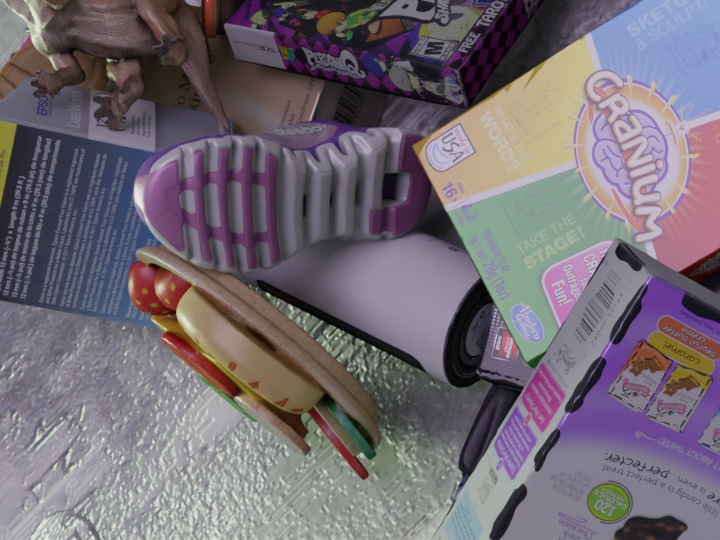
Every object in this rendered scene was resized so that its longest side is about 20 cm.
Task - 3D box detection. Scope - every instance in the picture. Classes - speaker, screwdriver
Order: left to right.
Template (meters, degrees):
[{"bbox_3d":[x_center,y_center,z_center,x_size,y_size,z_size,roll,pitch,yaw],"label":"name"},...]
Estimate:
[{"bbox_3d":[0.000,0.000,0.983,0.199,0.081,0.082,25,90,32],"label":"speaker"},{"bbox_3d":[0.056,0.164,0.941,0.028,0.029,0.201,21,91,33],"label":"screwdriver"}]

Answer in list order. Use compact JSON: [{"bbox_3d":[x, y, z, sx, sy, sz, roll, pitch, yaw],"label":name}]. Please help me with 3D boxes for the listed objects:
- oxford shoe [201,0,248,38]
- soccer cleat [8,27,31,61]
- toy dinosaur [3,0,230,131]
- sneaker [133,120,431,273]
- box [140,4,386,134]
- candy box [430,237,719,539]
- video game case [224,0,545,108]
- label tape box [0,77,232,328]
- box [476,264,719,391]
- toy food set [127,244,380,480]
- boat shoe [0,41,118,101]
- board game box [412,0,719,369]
[{"bbox_3d":[-0.060,-0.228,1.045,0.072,0.071,0.201,14,50,5],"label":"oxford shoe"},{"bbox_3d":[-0.223,-0.090,1.095,0.086,0.070,0.201,19,84,28],"label":"soccer cleat"},{"bbox_3d":[-0.161,-0.167,0.972,0.136,0.199,0.086,-83,17,-57],"label":"toy dinosaur"},{"bbox_3d":[-0.054,-0.053,0.918,0.088,0.199,0.081,27,118,47],"label":"sneaker"},{"bbox_3d":[-0.087,-0.127,1.070,0.199,0.078,0.096,15,85,32],"label":"box"},{"bbox_3d":[0.157,0.113,0.798,0.201,0.167,0.072,-59,15,11],"label":"candy box"},{"bbox_3d":[0.038,-0.195,0.985,0.180,0.036,0.200,16,56,32],"label":"video game case"},{"bbox_3d":[-0.195,-0.047,0.996,0.066,0.198,0.144,-97,23,-52],"label":"label tape box"},{"bbox_3d":[0.169,-0.014,0.896,0.159,0.044,0.202,13,84,24],"label":"box"},{"bbox_3d":[-0.065,0.057,0.943,0.049,0.198,0.199,-52,41,-11],"label":"toy food set"},{"bbox_3d":[-0.185,-0.139,1.045,0.071,0.069,0.200,43,92,13],"label":"boat shoe"},{"bbox_3d":[0.149,-0.058,0.868,0.199,0.040,0.154,-32,69,12],"label":"board game box"}]
